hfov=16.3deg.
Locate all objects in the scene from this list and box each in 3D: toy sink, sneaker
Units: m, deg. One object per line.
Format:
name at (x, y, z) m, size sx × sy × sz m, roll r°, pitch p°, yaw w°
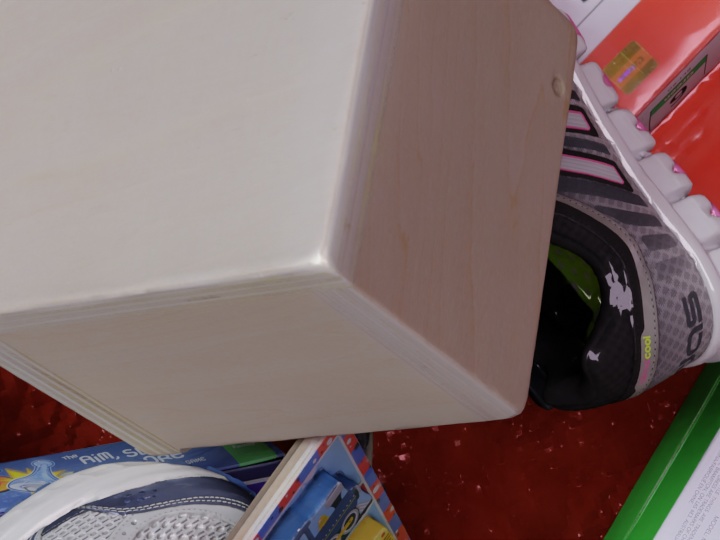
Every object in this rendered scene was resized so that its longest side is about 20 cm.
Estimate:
toy sink at (-0.049, -0.024, 0.762) m, size 0.199 × 0.112 × 0.131 m, roll -9°, pitch 60°, yaw 34°
sneaker at (0.040, -0.033, 0.823) m, size 0.200 × 0.074 × 0.087 m, roll 49°, pitch 50°, yaw 6°
sneaker at (-0.106, 0.128, 0.758) m, size 0.199 × 0.085 × 0.077 m, roll -28°, pitch 118°, yaw -19°

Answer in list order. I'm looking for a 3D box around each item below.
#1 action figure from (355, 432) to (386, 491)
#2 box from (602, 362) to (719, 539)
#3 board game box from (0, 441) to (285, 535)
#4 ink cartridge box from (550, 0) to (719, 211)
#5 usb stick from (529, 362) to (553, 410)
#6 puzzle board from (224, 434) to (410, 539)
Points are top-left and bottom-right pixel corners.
action figure at (0.000, 0.000, 0.892) m, size 0.118 × 0.102 × 0.201 m, roll 19°, pitch 89°, yaw 16°
box at (0.189, 0.107, 0.902) m, size 0.176 × 0.097 × 0.201 m, roll 31°, pitch 86°, yaw -2°
board game box at (-0.121, 0.132, 0.823) m, size 0.199 × 0.034 × 0.136 m, roll -8°, pitch 112°, yaw -26°
ink cartridge box at (0.104, -0.104, 0.866) m, size 0.200 × 0.050 × 0.109 m, roll 44°, pitch 86°, yaw 12°
usb stick at (0.130, -0.029, 0.937) m, size 0.200 × 0.033 × 0.056 m, roll -41°, pitch 97°, yaw -5°
puzzle board at (-0.044, 0.157, 0.805) m, size 0.017 × 0.151 × 0.200 m, roll 28°, pitch 72°, yaw 27°
